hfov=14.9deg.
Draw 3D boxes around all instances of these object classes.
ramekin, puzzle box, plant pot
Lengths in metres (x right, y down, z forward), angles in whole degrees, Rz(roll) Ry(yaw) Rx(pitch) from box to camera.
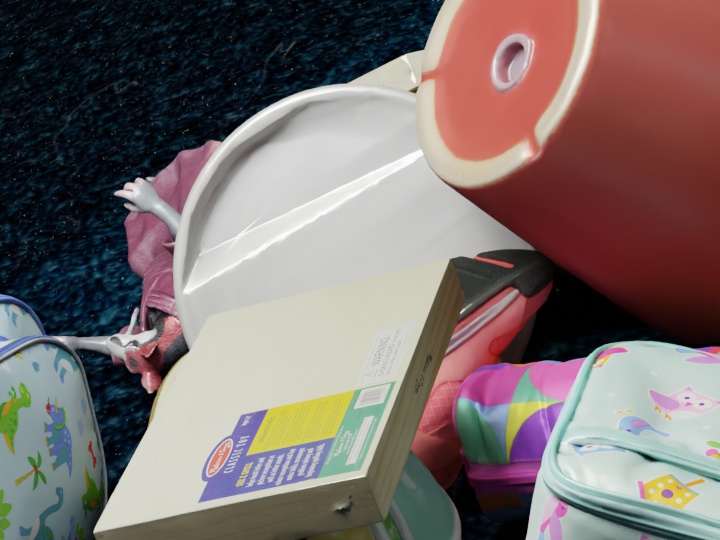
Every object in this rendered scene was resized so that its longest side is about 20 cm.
[{"bbox_3d":[0.000,0.000,1.509,0.201,0.204,0.094,-19,1,4],"label":"ramekin"},{"bbox_3d":[-0.033,0.064,1.255,0.132,0.026,0.200,-13,24,20],"label":"puzzle box"},{"bbox_3d":[0.138,-0.081,1.403,0.200,0.177,0.202,-30,50,44],"label":"plant pot"}]

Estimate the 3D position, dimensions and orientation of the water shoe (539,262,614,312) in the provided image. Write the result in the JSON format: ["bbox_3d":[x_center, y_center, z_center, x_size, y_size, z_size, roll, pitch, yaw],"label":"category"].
[{"bbox_3d":[0.079,0.010,1.605,0.199,0.071,0.079,11,66,51],"label":"water shoe"}]

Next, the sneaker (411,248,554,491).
[{"bbox_3d":[0.030,0.070,1.430,0.200,0.087,0.074,-42,25,-11],"label":"sneaker"}]

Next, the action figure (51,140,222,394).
[{"bbox_3d":[-0.109,0.013,1.743,0.134,0.148,0.201,-54,17,38],"label":"action figure"}]

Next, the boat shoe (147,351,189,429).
[{"bbox_3d":[-0.083,0.112,1.496,0.064,0.074,0.201,-7,35,19],"label":"boat shoe"}]

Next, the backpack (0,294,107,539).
[{"bbox_3d":[-0.220,0.107,1.479,0.146,0.184,0.200,-3,19,19],"label":"backpack"}]

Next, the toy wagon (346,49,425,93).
[{"bbox_3d":[0.039,-0.101,1.766,0.154,0.040,0.200,-25,-14,15],"label":"toy wagon"}]

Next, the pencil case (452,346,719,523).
[{"bbox_3d":[0.141,0.079,1.342,0.199,0.089,0.088,-7,26,36],"label":"pencil case"}]

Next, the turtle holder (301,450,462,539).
[{"bbox_3d":[-0.028,0.142,1.282,0.140,0.132,0.186,-5,27,33],"label":"turtle holder"}]

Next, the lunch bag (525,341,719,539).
[{"bbox_3d":[0.174,0.105,1.163,0.199,0.078,0.160,15,25,11],"label":"lunch bag"}]
